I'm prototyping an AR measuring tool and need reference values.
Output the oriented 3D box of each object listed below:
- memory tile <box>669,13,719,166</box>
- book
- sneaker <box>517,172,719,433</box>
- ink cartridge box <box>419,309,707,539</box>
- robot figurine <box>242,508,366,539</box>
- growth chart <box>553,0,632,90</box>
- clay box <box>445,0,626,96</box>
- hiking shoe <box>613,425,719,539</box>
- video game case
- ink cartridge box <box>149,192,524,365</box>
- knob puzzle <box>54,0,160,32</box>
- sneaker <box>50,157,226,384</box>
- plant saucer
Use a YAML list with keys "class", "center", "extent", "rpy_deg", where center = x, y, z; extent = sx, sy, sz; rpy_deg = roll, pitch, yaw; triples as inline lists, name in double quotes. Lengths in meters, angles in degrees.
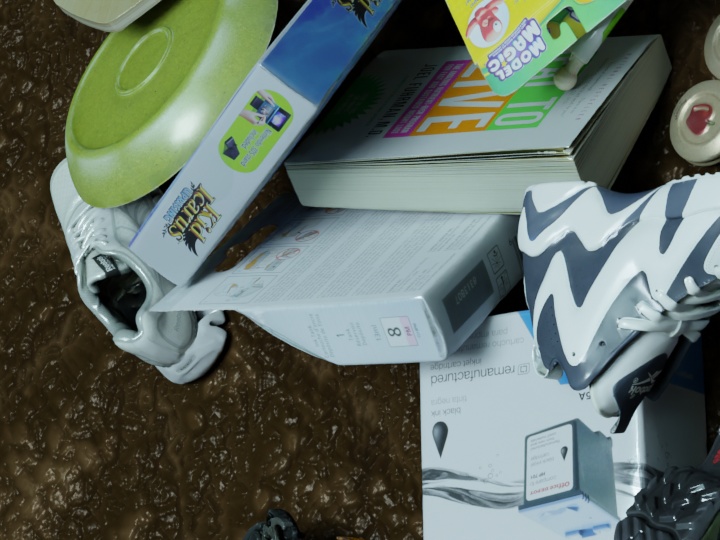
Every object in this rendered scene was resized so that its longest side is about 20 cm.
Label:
- class: "memory tile"
  center: [0.259, -0.139, 1.120]
  extent: [0.153, 0.017, 0.200]
  rpy_deg: [26, 94, 47]
- class: "book"
  center: [0.071, -0.089, 1.208]
  extent: [0.200, 0.048, 0.134]
  rpy_deg: [0, 38, 35]
- class: "sneaker"
  center: [0.161, 0.021, 1.027]
  extent: [0.199, 0.079, 0.130]
  rpy_deg: [1, 83, 37]
- class: "ink cartridge box"
  center: [0.115, 0.126, 1.136]
  extent: [0.146, 0.086, 0.200]
  rpy_deg: [-10, 72, 33]
- class: "robot figurine"
  center: [-0.026, 0.217, 1.191]
  extent: [0.200, 0.058, 0.145]
  rpy_deg: [174, 100, -65]
- class: "growth chart"
  center: [0.113, -0.218, 1.181]
  extent: [0.145, 0.018, 0.200]
  rpy_deg: [-49, 51, 18]
- class: "clay box"
  center: [0.094, -0.197, 1.146]
  extent: [0.115, 0.048, 0.200]
  rpy_deg: [-38, 55, 26]
- class: "hiking shoe"
  center: [0.227, 0.119, 1.060]
  extent: [0.200, 0.101, 0.076]
  rpy_deg: [-36, 26, -9]
- class: "video game case"
  center: [-0.044, -0.107, 1.215]
  extent: [0.045, 0.200, 0.181]
  rpy_deg: [38, 134, -4]
- class: "ink cartridge box"
  center: [0.000, 0.000, 1.206]
  extent: [0.200, 0.163, 0.057]
  rpy_deg: [-8, 114, 37]
- class: "knob puzzle"
  center: [-0.139, -0.237, 1.407]
  extent: [0.219, 0.030, 0.220]
  rpy_deg: [-23, 42, 23]
- class: "sneaker"
  center: [-0.165, -0.012, 1.373]
  extent: [0.075, 0.081, 0.200]
  rpy_deg: [-48, 55, 19]
- class: "plant saucer"
  center: [-0.136, -0.134, 1.359]
  extent: [0.200, 0.031, 0.200]
  rpy_deg: [-33, 37, 28]
